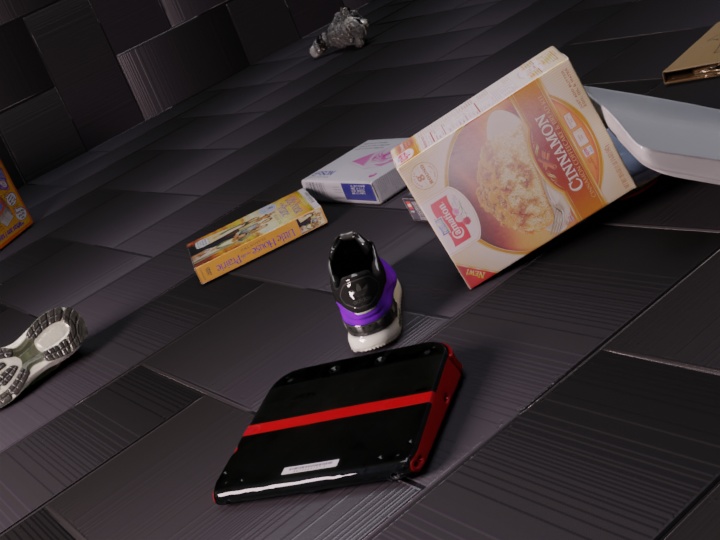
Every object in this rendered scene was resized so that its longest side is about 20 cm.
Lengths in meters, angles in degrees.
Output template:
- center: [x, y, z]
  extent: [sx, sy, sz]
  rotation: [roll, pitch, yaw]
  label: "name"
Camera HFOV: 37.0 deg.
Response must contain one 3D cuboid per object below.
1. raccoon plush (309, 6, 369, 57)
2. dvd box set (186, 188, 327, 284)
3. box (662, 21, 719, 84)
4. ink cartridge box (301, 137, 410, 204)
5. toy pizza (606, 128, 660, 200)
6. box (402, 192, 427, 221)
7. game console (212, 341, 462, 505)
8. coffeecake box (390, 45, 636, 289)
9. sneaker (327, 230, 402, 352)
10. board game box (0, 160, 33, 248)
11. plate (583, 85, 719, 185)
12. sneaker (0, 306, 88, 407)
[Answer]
- center: [-0.051, -0.601, 2.838]
  extent: [0.200, 0.096, 0.135]
  rotation: [-47, 22, 28]
  label: "raccoon plush"
- center: [-0.152, -0.053, 1.554]
  extent: [0.198, 0.030, 0.146]
  rotation: [-26, 19, -5]
  label: "dvd box set"
- center: [0.523, -0.312, 1.460]
  extent: [0.162, 0.022, 0.200]
  rotation: [-3, 29, 45]
  label: "box"
- center: [0.039, -0.164, 1.608]
  extent: [0.199, 0.044, 0.195]
  rotation: [-36, 22, -27]
  label: "ink cartridge box"
- center: [0.301, -0.123, 1.208]
  extent: [0.198, 0.032, 0.201]
  rotation: [-25, 18, 9]
  label: "toy pizza"
- center: [0.140, -0.101, 1.292]
  extent: [0.110, 0.035, 0.199]
  rotation: [-37, 17, -16]
  label: "box"
- center: [-0.016, 0.132, 0.929]
  extent: [0.197, 0.031, 0.178]
  rotation: [-15, 26, 26]
  label: "game console"
- center: [0.154, -0.104, 1.098]
  extent: [0.198, 0.155, 0.073]
  rotation: [-32, 20, 8]
  label: "coffeecake box"
- center: [0.001, 0.000, 1.132]
  extent: [0.069, 0.101, 0.201]
  rotation: [-20, 20, 2]
  label: "sneaker"
- center: [-0.872, -0.125, 2.311]
  extent: [0.197, 0.202, 0.201]
  rotation: [-15, 21, 23]
  label: "board game box"
- center: [0.328, -0.125, 1.051]
  extent: [0.196, 0.033, 0.201]
  rotation: [8, 25, -10]
  label: "plate"
- center: [-0.443, 0.130, 1.397]
  extent: [0.198, 0.077, 0.089]
  rotation: [-33, -10, -20]
  label: "sneaker"
